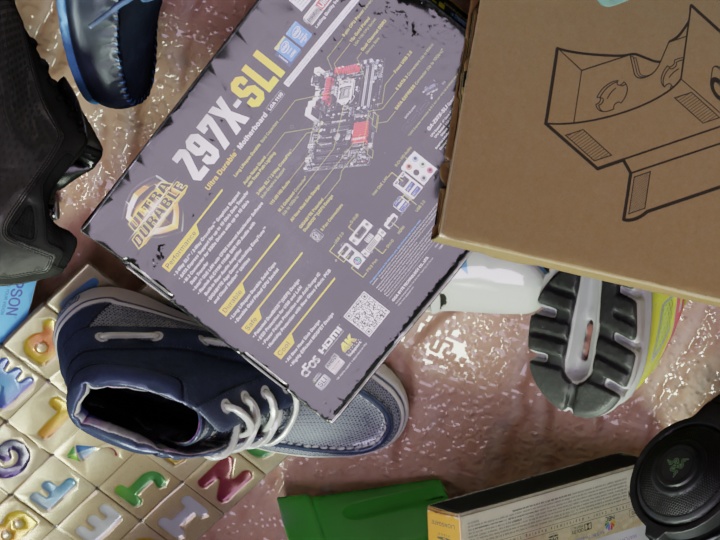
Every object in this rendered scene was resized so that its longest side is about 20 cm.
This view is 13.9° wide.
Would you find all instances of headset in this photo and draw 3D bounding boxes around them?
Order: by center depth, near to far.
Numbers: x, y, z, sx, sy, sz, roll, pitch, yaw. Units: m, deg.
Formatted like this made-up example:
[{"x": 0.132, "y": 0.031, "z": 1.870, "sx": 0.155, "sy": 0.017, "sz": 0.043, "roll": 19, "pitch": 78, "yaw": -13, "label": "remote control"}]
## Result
[{"x": 0.168, "y": 0.135, "z": 1.534, "sx": 0.094, "sy": 0.200, "sz": 0.124, "roll": 18, "pitch": 132, "yaw": 44, "label": "headset"}]

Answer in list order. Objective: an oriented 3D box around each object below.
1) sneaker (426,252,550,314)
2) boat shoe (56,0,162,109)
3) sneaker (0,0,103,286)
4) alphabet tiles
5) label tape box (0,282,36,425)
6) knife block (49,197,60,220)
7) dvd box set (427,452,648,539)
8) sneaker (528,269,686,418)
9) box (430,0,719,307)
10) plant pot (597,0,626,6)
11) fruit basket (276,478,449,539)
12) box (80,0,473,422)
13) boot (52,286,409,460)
[{"x": 0.000, "y": 0.000, "z": 1.517, "sx": 0.198, "sy": 0.073, "sz": 0.072, "roll": 10, "pitch": 153, "yaw": 7, "label": "sneaker"}, {"x": -0.109, "y": -0.168, "z": 1.436, "sx": 0.068, "sy": 0.084, "sz": 0.201, "roll": 7, "pitch": 123, "yaw": 12, "label": "boat shoe"}, {"x": -0.172, "y": -0.079, "z": 1.457, "sx": 0.090, "sy": 0.201, "sz": 0.067, "roll": 6, "pitch": 156, "yaw": -17, "label": "sneaker"}, {"x": -0.132, "y": 0.086, "z": 1.599, "sx": 0.200, "sy": 0.006, "sz": 0.166, "roll": -43, "pitch": 118, "yaw": 15, "label": "alphabet tiles"}, {"x": -0.283, "y": 0.025, "z": 1.577, "sx": 0.199, "sy": 0.066, "sz": 0.144, "roll": 8, "pitch": 122, "yaw": -16, "label": "label tape box"}, {"x": -0.254, "y": -0.069, "z": 1.535, "sx": 0.175, "sy": 0.200, "sz": 0.064, "roll": -8, "pitch": 131, "yaw": -41, "label": "knife block"}, {"x": 0.100, "y": 0.208, "z": 1.568, "sx": 0.029, "sy": 0.146, "sz": 0.202, "roll": 10, "pitch": 107, "yaw": 49, "label": "dvd box set"}, {"x": 0.138, "y": -0.029, "z": 1.493, "sx": 0.078, "sy": 0.090, "sz": 0.201, "roll": 20, "pitch": 103, "yaw": 27, "label": "sneaker"}, {"x": 0.141, "y": -0.072, "z": 1.414, "sx": 0.199, "sy": 0.021, "sz": 0.165, "roll": 12, "pitch": 77, "yaw": -11, "label": "box"}, {"x": 0.111, "y": -0.234, "z": 1.324, "sx": 0.140, "sy": 0.142, "sz": 0.201, "roll": -21, "pitch": 119, "yaw": 3, "label": "plant pot"}, {"x": -0.014, "y": 0.230, "z": 1.626, "sx": 0.214, "sy": 0.156, "sz": 0.217, "roll": -4, "pitch": 114, "yaw": -9, "label": "fruit basket"}, {"x": -0.015, "y": -0.051, "z": 1.450, "sx": 0.159, "sy": 0.049, "sz": 0.200, "roll": 37, "pitch": 102, "yaw": -4, "label": "box"}, {"x": -0.065, "y": 0.074, "z": 1.546, "sx": 0.199, "sy": 0.091, "sz": 0.073, "roll": 14, "pitch": 116, "yaw": -16, "label": "boot"}]
